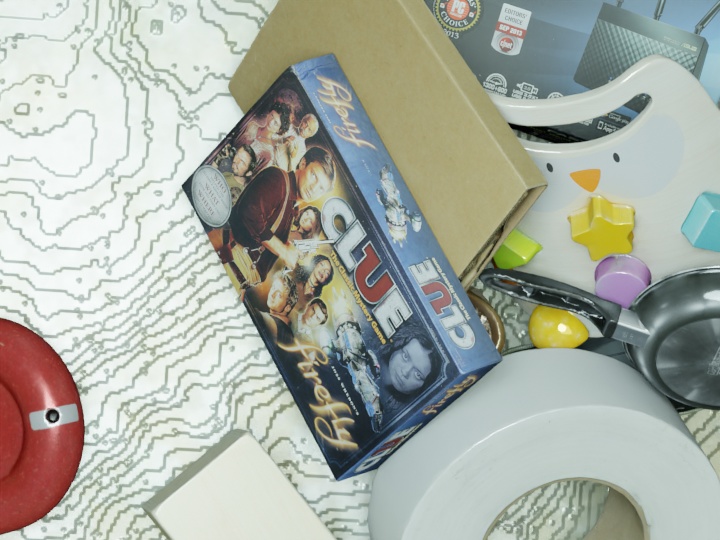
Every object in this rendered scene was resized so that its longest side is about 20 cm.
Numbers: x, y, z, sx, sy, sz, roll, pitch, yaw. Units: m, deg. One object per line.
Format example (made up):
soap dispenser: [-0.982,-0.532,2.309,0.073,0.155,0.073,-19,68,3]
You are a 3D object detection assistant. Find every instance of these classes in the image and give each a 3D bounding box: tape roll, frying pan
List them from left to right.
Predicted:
tape roll: [0.109,0.147,1.578,0.202,0.071,0.203,-6,118,-12]
frying pan: [0.173,0.025,1.520,0.190,0.115,0.031,28,44,-22]

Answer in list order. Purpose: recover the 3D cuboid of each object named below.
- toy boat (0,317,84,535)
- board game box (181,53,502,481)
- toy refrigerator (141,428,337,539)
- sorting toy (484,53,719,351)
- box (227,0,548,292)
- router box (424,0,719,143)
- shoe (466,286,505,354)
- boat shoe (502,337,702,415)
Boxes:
toy boat: [-0.256,0.097,1.553,0.199,0.131,0.131,-10,91,-6]
board game box: [-0.014,-0.001,1.534,0.035,0.135,0.200,-16,70,-41]
toy refrigerator: [-0.036,0.194,1.608,0.076,0.070,0.200,-40,95,-8]
sorting toy: [0.135,-0.051,1.531,0.199,0.180,0.107,-9,49,19]
box: [0.011,-0.077,1.526,0.021,0.164,0.200,-16,64,-38]
router box: [0.127,-0.154,1.629,0.199,0.062,0.150,18,86,-6]
shoe: [0.000,0.000,1.619,0.200,0.053,0.070,36,95,10]
boat shoe: [0.170,0.054,1.629,0.199,0.066,0.075,-8,90,-6]
